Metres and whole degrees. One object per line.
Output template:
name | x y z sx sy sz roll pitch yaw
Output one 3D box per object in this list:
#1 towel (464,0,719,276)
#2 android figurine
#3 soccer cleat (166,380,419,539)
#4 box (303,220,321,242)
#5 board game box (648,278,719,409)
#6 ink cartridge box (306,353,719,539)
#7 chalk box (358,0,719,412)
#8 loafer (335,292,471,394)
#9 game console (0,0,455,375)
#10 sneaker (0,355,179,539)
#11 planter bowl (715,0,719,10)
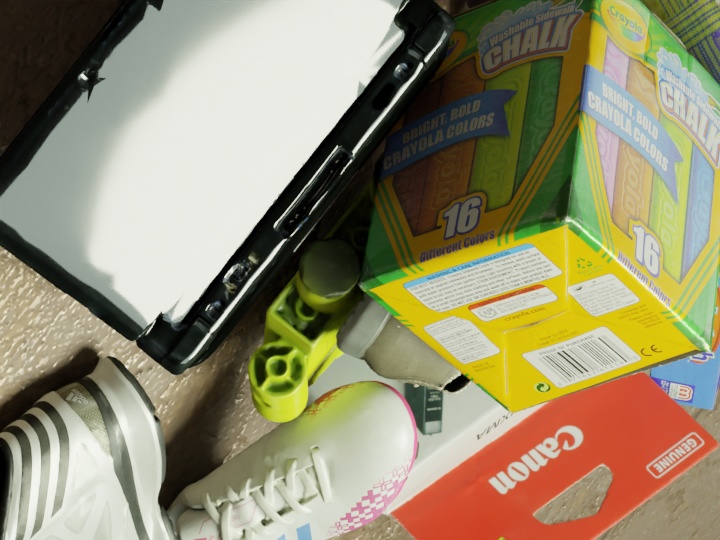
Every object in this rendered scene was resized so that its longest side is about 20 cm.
towel | 0.143 -0.089 1.350 0.143 0.201 0.023 -33 174 42
android figurine | 0.000 0.000 1.381 0.182 0.041 0.200 -51 173 -14
soccer cleat | -0.047 0.125 1.416 0.086 0.070 0.200 -22 168 -44
box | -0.050 -0.104 1.240 0.100 0.075 0.201 -17 137 -44
board game box | 0.216 -0.041 1.589 0.153 0.045 0.200 92 12 -45
ink cartridge box | 0.085 0.079 1.505 0.200 0.174 0.044 -32 153 -30
chalk box | 0.095 -0.057 1.270 0.124 0.124 0.201 39 45 -36
loafer | 0.041 0.036 1.366 0.075 0.070 0.200 -55 171 11
game console | -0.061 -0.065 1.180 0.200 0.116 0.176 -51 179 0
sneaker | -0.157 0.143 1.370 0.115 0.076 0.201 -26 134 -22
planter bowl | 0.205 -0.138 1.406 0.200 0.200 0.135 -37 152 -23
